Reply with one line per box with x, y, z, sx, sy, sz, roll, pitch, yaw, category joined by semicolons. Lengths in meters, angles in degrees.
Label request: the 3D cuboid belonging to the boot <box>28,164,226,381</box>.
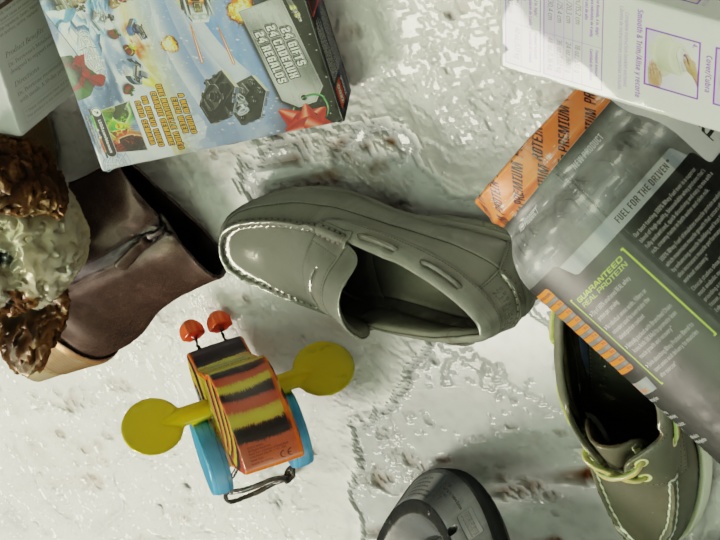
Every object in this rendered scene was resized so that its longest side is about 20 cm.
-0.195;-0.032;1.400;0.166;0.072;0.200;-32;113;33;boot

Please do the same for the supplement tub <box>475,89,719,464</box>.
0.158;-0.001;1.120;0.200;0.123;0.123;43;139;1;supplement tub

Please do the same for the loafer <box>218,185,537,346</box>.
0.000;0.000;1.284;0.200;0.070;0.070;7;127;35;loafer

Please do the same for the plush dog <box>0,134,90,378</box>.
-0.236;-0.017;1.321;0.171;0.161;0.200;2;145;-2;plush dog

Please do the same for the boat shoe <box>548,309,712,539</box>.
0.137;0.073;1.244;0.072;0.060;0.202;11;129;31;boat shoe

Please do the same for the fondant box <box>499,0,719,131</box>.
0.177;-0.115;0.994;0.200;0.144;0.058;18;132;26;fondant box

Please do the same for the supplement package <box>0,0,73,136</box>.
-0.215;-0.189;1.268;0.114;0.110;0.200;10;129;32;supplement package

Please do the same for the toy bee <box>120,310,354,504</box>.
-0.081;0.075;1.385;0.200;0.131;0.109;-32;76;59;toy bee

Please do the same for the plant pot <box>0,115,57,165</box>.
-0.273;-0.098;1.453;0.200;0.027;0.200;21;134;23;plant pot

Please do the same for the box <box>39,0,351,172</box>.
-0.097;-0.156;1.216;0.137;0.040;0.200;-10;119;13;box

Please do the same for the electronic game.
0.047;0.213;1.362;0.042;0.200;0.200;3;142;-20;electronic game
